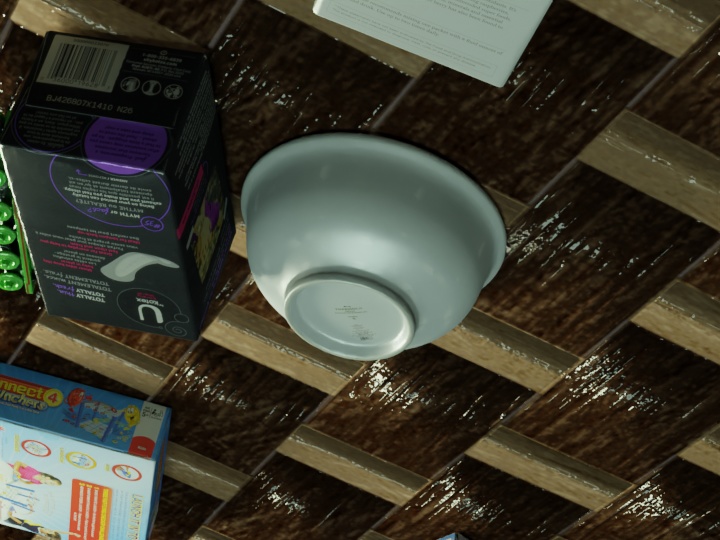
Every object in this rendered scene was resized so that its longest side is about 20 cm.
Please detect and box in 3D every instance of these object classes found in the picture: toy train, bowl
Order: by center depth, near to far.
[{"bbox_3d":[0.000,0.000,1.419,0.199,0.091,0.202,10,144,7],"label":"bowl"},{"bbox_3d":[-0.253,-0.049,1.489,0.056,0.042,0.201,2,144,-1],"label":"toy train"}]

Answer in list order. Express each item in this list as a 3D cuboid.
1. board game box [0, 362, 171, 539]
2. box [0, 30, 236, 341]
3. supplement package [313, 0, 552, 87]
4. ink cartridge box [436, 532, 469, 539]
[{"bbox_3d":[-0.275,0.170,1.779,0.194,0.056,0.201,15,145,-1],"label":"board game box"},{"bbox_3d":[-0.164,-0.056,1.386,0.121,0.107,0.201,10,145,9],"label":"box"},{"bbox_3d":[0.068,-0.220,1.066,0.120,0.120,0.200,21,145,-7],"label":"supplement package"},{"bbox_3d":[0.067,0.329,1.860,0.136,0.077,0.199,34,142,-25],"label":"ink cartridge box"}]
